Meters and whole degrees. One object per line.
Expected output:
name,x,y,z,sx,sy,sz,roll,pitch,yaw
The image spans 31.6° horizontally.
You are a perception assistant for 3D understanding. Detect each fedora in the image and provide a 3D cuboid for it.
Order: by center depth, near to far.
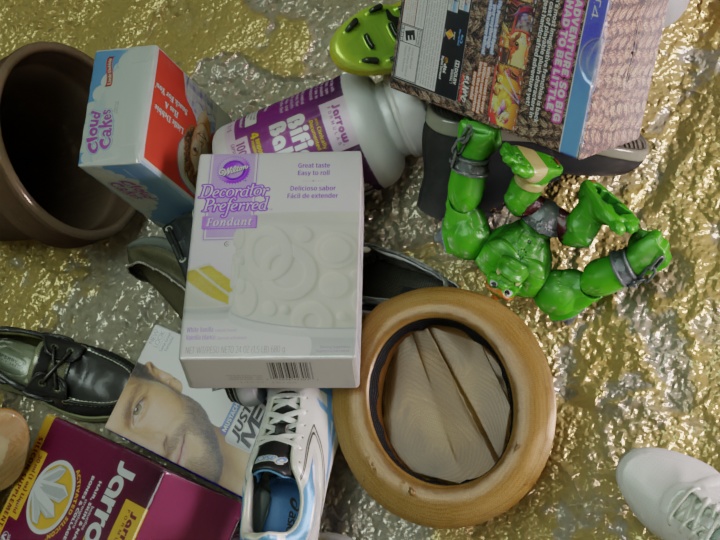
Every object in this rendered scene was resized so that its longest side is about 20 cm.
fedora,0.073,0.116,1.070,0.199,0.082,0.203,-3,75,11

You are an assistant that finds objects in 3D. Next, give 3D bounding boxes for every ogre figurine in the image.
ogre figurine,0.150,-0.031,1.075,0.120,0.199,0.098,-59,16,30

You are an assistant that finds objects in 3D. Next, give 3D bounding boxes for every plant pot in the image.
plant pot,-0.343,-0.108,1.281,0.174,0.200,0.202,-16,65,34

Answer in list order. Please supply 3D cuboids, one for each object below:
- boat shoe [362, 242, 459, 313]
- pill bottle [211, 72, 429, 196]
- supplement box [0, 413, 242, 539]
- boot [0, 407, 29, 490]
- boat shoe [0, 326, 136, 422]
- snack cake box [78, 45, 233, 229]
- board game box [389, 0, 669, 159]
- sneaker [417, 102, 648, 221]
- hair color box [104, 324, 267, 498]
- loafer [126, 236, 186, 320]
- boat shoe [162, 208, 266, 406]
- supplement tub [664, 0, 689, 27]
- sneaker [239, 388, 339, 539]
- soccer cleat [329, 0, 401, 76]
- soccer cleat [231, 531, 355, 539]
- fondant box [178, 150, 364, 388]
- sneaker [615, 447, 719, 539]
boat shoe,0.000,0.000,1.149,0.198,0.071,0.073,11,64,21
pill bottle,-0.028,-0.116,1.183,0.199,0.112,0.113,-22,64,11
supplement box,-0.215,0.222,1.108,0.199,0.103,0.132,12,74,46
boot,-0.358,0.151,1.185,0.202,0.070,0.145,-58,30,34
boat shoe,-0.302,0.098,1.241,0.199,0.066,0.072,12,75,25
snack cake box,-0.177,-0.111,1.192,0.067,0.200,0.116,-1,70,21
board game box,0.137,-0.204,1.043,0.199,0.096,0.161,27,121,34
sneaker,0.150,-0.092,1.137,0.198,0.107,0.075,7,35,-1
hair color box,-0.122,0.138,1.156,0.199,0.065,0.110,20,78,28
loafer,-0.149,0.028,1.201,0.199,0.075,0.070,23,76,27
boat shoe,-0.129,0.034,1.127,0.056,0.069,0.201,-20,62,6
supplement tub,0.249,-0.304,1.127,0.140,0.140,0.201,27,83,28
sneaker,-0.058,0.146,1.046,0.071,0.073,0.201,-4,57,15
soccer cleat,0.040,-0.217,1.172,0.200,0.084,0.065,-35,91,-38
soccer cleat,-0.091,0.252,1.088,0.198,0.086,0.070,-10,67,18
fondant box,-0.070,-0.003,1.069,0.143,0.058,0.202,-1,58,4
sneaker,0.275,0.198,0.966,0.200,0.080,0.071,39,90,30
